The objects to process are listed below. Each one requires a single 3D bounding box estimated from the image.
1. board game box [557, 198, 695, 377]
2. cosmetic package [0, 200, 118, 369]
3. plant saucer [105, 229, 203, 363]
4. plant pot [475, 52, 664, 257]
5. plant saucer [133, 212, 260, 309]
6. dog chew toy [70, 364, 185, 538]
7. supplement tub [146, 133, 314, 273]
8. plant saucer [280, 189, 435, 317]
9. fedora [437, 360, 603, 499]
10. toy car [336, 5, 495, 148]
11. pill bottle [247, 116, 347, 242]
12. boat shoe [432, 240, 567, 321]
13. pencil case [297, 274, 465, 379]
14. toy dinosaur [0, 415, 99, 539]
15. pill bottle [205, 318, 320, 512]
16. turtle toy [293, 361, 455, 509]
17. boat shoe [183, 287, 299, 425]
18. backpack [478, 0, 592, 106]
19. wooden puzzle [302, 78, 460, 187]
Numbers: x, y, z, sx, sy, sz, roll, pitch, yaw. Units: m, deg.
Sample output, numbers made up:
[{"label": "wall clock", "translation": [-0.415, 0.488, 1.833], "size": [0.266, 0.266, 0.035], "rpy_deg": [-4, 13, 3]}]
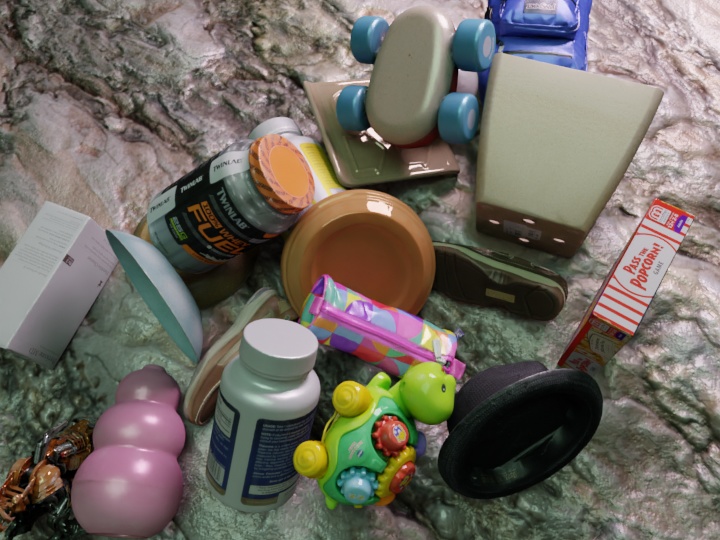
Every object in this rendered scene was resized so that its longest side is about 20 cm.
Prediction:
[{"label": "board game box", "translation": [0.296, 0.033, 0.716], "size": [0.046, 0.200, 0.152], "rpy_deg": [30, 73, 18]}, {"label": "cosmetic package", "translation": [-0.426, 0.021, 0.857], "size": [0.081, 0.113, 0.200], "rpy_deg": [18, 72, 14]}, {"label": "plant saucer", "translation": [-0.249, 0.025, 0.790], "size": [0.039, 0.201, 0.201], "rpy_deg": [-36, 67, -22]}, {"label": "plant pot", "translation": [0.240, -0.129, 0.805], "size": [0.200, 0.200, 0.177], "rpy_deg": [17, 81, 14]}, {"label": "plant saucer", "translation": [-0.246, -0.041, 0.902], "size": [0.200, 0.035, 0.201], "rpy_deg": [-3, 67, 6]}, {"label": "dog chew toy", "translation": [-0.268, 0.212, 0.754], "size": [0.124, 0.125, 0.200], "rpy_deg": [0, 62, 7]}, {"label": "supplement tub", "translation": [-0.161, -0.083, 0.782], "size": [0.200, 0.122, 0.123], "rpy_deg": [-25, 62, 32]}, {"label": "plant saucer", "translation": [0.000, 0.000, 0.789], "size": [0.200, 0.037, 0.201], "rpy_deg": [-2, 105, -7]}, {"label": "fedora", "translation": [0.169, 0.166, 0.716], "size": [0.200, 0.201, 0.092], "rpy_deg": [-25, 37, -4]}, {"label": "toy car", "translation": [0.102, -0.244, 0.862], "size": [0.184, 0.200, 0.177], "rpy_deg": [14, 94, 30]}, {"label": "pill bottle", "translation": [-0.083, -0.115, 0.872], "size": [0.111, 0.111, 0.200], "rpy_deg": [-27, 67, -5]}, {"label": "boat shoe", "translation": [0.172, 0.006, 0.824], "size": [0.202, 0.075, 0.075], "rpy_deg": [23, 36, 23]}, {"label": "pencil case", "translation": [0.025, 0.077, 0.752], "size": [0.200, 0.088, 0.089], "rpy_deg": [23, 69, -13]}, {"label": "toy dinosaur", "translation": [-0.378, 0.254, 0.734], "size": [0.102, 0.136, 0.200], "rpy_deg": [22, 29, 31]}, {"label": "pill bottle", "translation": [-0.107, 0.160, 0.706], "size": [0.111, 0.111, 0.200], "rpy_deg": [21, 113, 15]}, {"label": "turtle toy", "translation": [0.026, 0.183, 0.697], "size": [0.101, 0.146, 0.200], "rpy_deg": [32, 85, 30]}, {"label": "boat shoe", "translation": [-0.150, 0.116, 0.805], "size": [0.072, 0.076, 0.200], "rpy_deg": [30, 76, 14]}, {"label": "backpack", "translation": [0.242, -0.321, 0.893], "size": [0.162, 0.168, 0.201], "rpy_deg": [6, 71, 17]}, {"label": "wooden puzzle", "translation": [0.028, -0.200, 0.910], "size": [0.200, 0.046, 0.186], "rpy_deg": [-9, 64, -25]}]
